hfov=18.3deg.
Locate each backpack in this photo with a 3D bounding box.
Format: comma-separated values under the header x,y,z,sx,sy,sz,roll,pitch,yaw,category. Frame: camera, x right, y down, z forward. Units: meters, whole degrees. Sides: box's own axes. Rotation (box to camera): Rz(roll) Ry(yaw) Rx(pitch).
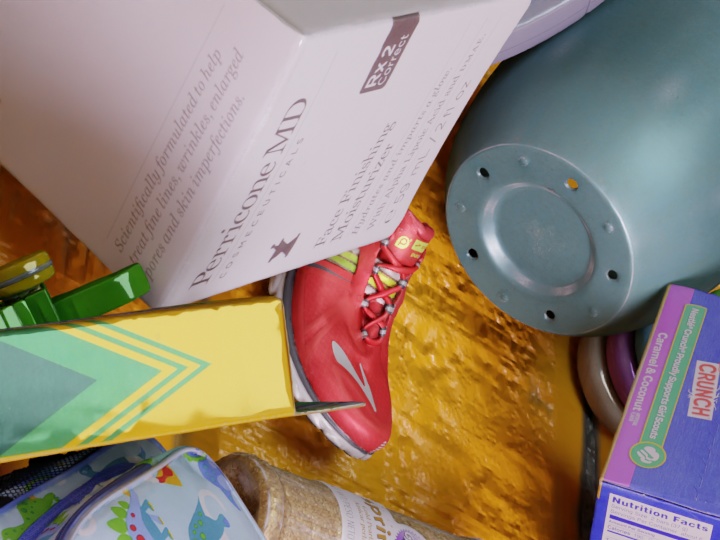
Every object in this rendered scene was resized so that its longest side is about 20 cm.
x,y,z,sx,sy,sz,roll,pitch,yaw,category
-0.119,0.170,0.910,0.200,0.147,0.183,-29,91,-50,backpack

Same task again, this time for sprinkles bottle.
x,y,z,sx,sy,sz,roll,pitch,yaw,category
0.002,0.150,1.132,0.200,0.068,0.068,25,52,-40,sprinkles bottle

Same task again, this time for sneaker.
x,y,z,sx,sy,sz,roll,pitch,yaw,category
0.000,0.000,1.191,0.077,0.085,0.200,29,49,-52,sneaker

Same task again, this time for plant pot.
x,y,z,sx,sy,sz,roll,pitch,yaw,category
0.144,-0.054,1.323,0.161,0.201,0.201,-42,104,-43,plant pot

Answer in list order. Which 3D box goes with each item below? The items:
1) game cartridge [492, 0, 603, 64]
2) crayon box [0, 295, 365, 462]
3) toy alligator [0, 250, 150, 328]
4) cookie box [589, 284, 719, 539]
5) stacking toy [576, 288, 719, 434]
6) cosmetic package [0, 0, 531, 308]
x,y,z,sx,sy,sz,roll,pitch,yaw,category
0.053,-0.181,1.293,0.200,0.042,0.133,-24,64,-13,game cartridge
-0.116,0.045,0.910,0.200,0.126,0.052,-6,90,-29,crayon box
-0.184,0.044,0.976,0.200,0.054,0.059,-28,98,-27,toy alligator
0.176,0.139,1.252,0.171,0.075,0.200,-61,161,-47,cookie box
0.233,0.038,1.365,0.085,0.200,0.085,28,50,-39,stacking toy
-0.059,-0.108,1.078,0.165,0.165,0.200,42,32,19,cosmetic package
